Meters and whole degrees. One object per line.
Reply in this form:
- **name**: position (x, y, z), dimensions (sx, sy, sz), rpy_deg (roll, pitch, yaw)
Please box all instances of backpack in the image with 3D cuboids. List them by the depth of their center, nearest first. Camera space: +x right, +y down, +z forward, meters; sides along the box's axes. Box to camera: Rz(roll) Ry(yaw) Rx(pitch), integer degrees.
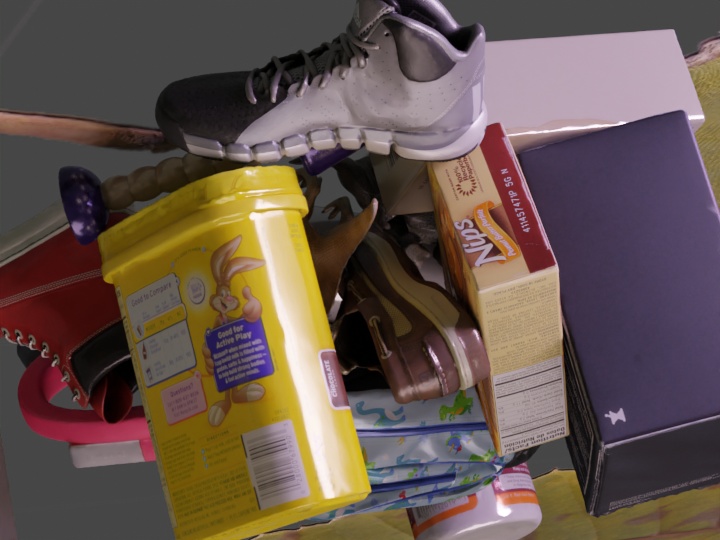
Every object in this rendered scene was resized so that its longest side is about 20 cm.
- **backpack**: position (0.011, 0.107, 1.381), dimensions (0.199, 0.155, 0.162), rpy_deg (13, -174, -43)

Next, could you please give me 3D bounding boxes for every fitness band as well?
- **fitness band**: position (-0.138, 0.075, 1.312), dimensions (0.198, 0.144, 0.038), rpy_deg (-7, 120, 9)

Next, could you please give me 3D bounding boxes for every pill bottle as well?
- **pill bottle**: position (0.078, 0.139, 1.654), dimensions (0.113, 0.202, 0.114), rpy_deg (-14, 160, -5)

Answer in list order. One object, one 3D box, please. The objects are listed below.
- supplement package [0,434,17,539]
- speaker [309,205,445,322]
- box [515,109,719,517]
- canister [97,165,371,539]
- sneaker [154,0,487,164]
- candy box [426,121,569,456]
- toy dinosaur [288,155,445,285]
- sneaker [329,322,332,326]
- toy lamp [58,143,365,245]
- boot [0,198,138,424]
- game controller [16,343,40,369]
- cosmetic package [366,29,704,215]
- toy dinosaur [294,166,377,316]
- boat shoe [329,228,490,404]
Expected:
- **supplement package**: position (-0.329, 0.146, 1.346), dimensions (0.116, 0.202, 0.117), rpy_deg (-22, 160, 25)
- **speaker**: position (0.000, 0.000, 1.347), dimensions (0.198, 0.082, 0.081), rpy_deg (8, 151, -24)
- **box**: position (0.182, 0.034, 1.248), dimensions (0.122, 0.202, 0.199), rpy_deg (-15, 161, 0)
- **canister**: position (-0.077, 0.056, 1.151), dimensions (0.086, 0.202, 0.148), rpy_deg (-6, 168, -43)
- **sneaker**: position (-0.020, -0.126, 1.105), dimensions (0.198, 0.075, 0.116), rpy_deg (-1, 133, -7)
- **candy box**: position (0.088, 0.016, 1.201), dimensions (0.055, 0.116, 0.201), rpy_deg (-16, 145, -2)
- **toy dinosaur**: position (0.038, -0.045, 1.313), dimensions (0.198, 0.102, 0.078), rpy_deg (6, 115, -16)
- **sneaker**: position (-0.001, 0.042, 1.530), dimensions (0.079, 0.075, 0.200), rpy_deg (-20, 160, 25)
- **toy lamp**: position (-0.088, -0.071, 1.192), dimensions (0.198, 0.059, 0.058), rpy_deg (-16, 160, 4)
- **boot**: position (-0.214, 0.049, 1.276), dimensions (0.199, 0.146, 0.072), rpy_deg (-29, 158, 34)
- **game controller**: position (-0.192, 0.032, 1.415), dimensions (0.103, 0.043, 0.200), rpy_deg (7, 152, -18)
- **cosmetic package**: position (0.112, -0.098, 1.251), dimensions (0.198, 0.074, 0.104), rpy_deg (-6, 158, -23)
- **toy dinosaur**: position (-0.025, -0.011, 1.213), dimensions (0.058, 0.102, 0.200), rpy_deg (18, 138, -27)
- **boat shoe**: position (0.007, 0.029, 1.201), dimensions (0.074, 0.075, 0.202), rpy_deg (-28, -158, -11)
